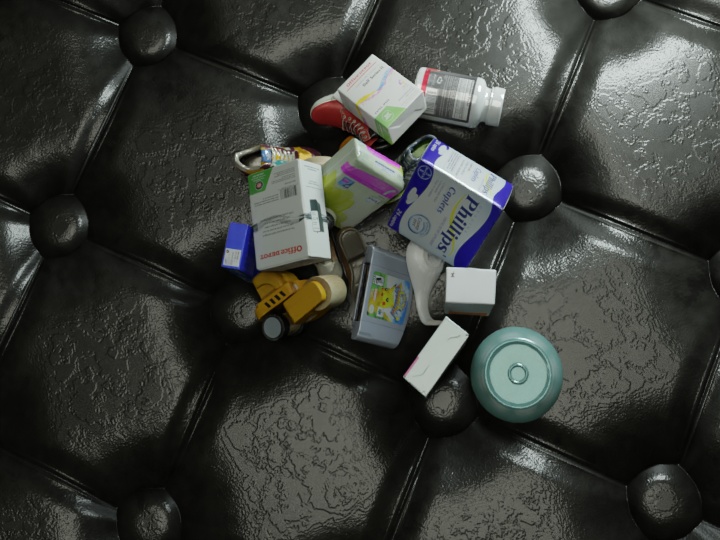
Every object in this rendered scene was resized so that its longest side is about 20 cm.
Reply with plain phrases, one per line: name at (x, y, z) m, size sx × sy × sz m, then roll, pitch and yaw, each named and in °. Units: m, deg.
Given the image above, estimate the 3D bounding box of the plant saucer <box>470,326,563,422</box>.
plant saucer at (0.332, 0.220, 1.657) m, size 0.196 × 0.036 × 0.204 m, roll -1°, pitch 80°, yaw 6°

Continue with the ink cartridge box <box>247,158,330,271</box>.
ink cartridge box at (-0.147, -0.108, 1.606) m, size 0.144 × 0.083 × 0.204 m, roll -11°, pitch 81°, yaw 33°

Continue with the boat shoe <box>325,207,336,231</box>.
boat shoe at (-0.133, -0.063, 1.684) m, size 0.197 × 0.075 × 0.067 m, roll -24°, pitch 32°, yaw 32°

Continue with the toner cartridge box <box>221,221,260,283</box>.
toner cartridge box at (-0.241, -0.033, 1.678) m, size 0.042 × 0.200 × 0.097 m, roll 10°, pitch 81°, yaw 10°

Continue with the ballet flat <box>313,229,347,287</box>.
ballet flat at (-0.077, -0.029, 1.727) m, size 0.067 × 0.068 × 0.204 m, roll -16°, pitch 79°, yaw 2°

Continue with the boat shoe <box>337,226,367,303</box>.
boat shoe at (0.000, 0.000, 1.716) m, size 0.071 × 0.068 × 0.204 m, roll -15°, pitch 99°, yaw -7°

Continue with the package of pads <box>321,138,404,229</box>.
package of pads at (-0.019, -0.177, 1.666) m, size 0.199 × 0.153 × 0.069 m, roll -34°, pitch 48°, yaw 34°

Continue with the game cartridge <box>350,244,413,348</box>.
game cartridge at (0.051, 0.060, 1.675) m, size 0.040 × 0.132 × 0.204 m, roll 1°, pitch 78°, yaw 49°

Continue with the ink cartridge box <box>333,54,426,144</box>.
ink cartridge box at (0.033, -0.381, 1.687) m, size 0.117 × 0.067 × 0.199 m, roll -45°, pitch 64°, yaw -7°

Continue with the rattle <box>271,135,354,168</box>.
rattle at (-0.110, -0.255, 1.718) m, size 0.196 × 0.130 × 0.146 m, roll 9°, pitch 83°, yaw -9°

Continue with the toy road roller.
toy road roller at (-0.143, 0.048, 1.669) m, size 0.199 × 0.122 × 0.148 m, roll -35°, pitch 79°, yaw 21°

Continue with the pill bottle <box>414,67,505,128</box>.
pill bottle at (0.217, -0.378, 1.732) m, size 0.196 × 0.111 × 0.113 m, roll 13°, pitch 82°, yaw 8°

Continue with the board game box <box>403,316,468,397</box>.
board game box at (0.154, 0.181, 1.599) m, size 0.064 × 0.200 × 0.148 m, roll 37°, pitch 85°, yaw 11°

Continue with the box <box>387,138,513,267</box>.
box at (0.186, -0.135, 1.640) m, size 0.198 × 0.105 × 0.185 m, roll 30°, pitch 128°, yaw 2°

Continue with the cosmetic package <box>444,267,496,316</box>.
cosmetic package at (0.224, 0.046, 1.614) m, size 0.099 × 0.200 × 0.073 m, roll 3°, pitch 80°, yaw 7°

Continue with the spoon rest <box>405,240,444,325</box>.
spoon rest at (0.143, 0.022, 1.696) m, size 0.098 × 0.060 × 0.204 m, roll 5°, pitch 76°, yaw -28°

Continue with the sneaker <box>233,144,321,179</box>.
sneaker at (-0.187, -0.246, 1.764) m, size 0.196 × 0.090 × 0.077 m, roll -8°, pitch 80°, yaw 5°

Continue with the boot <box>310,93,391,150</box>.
boot at (-0.020, -0.321, 1.741) m, size 0.196 × 0.073 × 0.146 m, roll 1°, pitch 51°, yaw 5°

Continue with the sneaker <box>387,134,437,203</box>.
sneaker at (0.099, -0.232, 1.735) m, size 0.074 × 0.081 × 0.200 m, roll 42°, pitch 87°, yaw 11°
